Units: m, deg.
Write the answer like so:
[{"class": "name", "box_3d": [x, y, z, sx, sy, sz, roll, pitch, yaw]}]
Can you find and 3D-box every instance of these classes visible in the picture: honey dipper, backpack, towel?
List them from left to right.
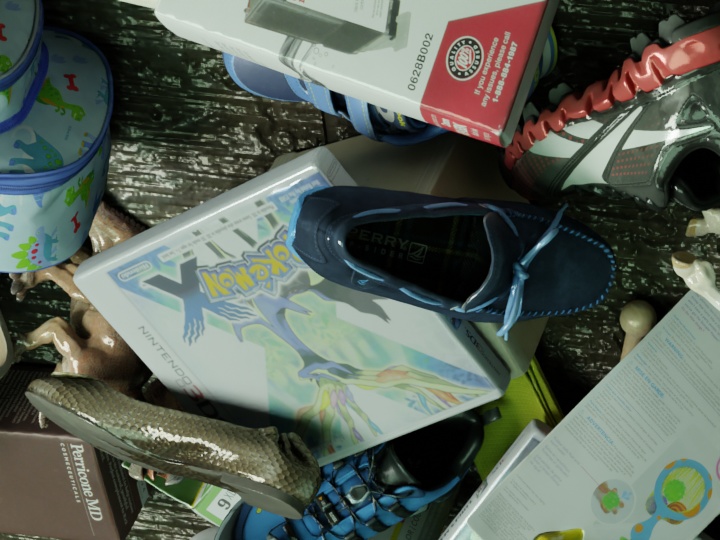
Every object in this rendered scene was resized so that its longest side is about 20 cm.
[{"class": "backpack", "box_3d": [-0.245, -0.092, 1.621, 0.199, 0.184, 0.148, 11, 130, -2]}, {"class": "towel", "box_3d": [0.111, 0.140, 1.744, 0.086, 0.018, 0.201, -8, 114, 42]}, {"class": "honey dipper", "box_3d": [0.158, 0.098, 1.715, 0.038, 0.038, 0.201, 14, 129, 11]}]

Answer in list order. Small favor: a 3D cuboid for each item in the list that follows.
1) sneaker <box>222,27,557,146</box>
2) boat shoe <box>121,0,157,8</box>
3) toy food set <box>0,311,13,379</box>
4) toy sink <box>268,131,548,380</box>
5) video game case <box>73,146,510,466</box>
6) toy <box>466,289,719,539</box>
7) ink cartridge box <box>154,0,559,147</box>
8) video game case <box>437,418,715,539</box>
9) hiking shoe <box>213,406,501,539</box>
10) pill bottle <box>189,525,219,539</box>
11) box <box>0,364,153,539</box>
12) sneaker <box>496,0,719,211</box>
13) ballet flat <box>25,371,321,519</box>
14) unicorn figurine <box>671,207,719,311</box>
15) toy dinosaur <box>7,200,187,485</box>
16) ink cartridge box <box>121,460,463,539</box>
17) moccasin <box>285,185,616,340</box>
[{"class": "sneaker", "box_3d": [0.008, -0.116, 1.562, 0.199, 0.082, 0.074, 1, 131, 23]}, {"class": "boat shoe", "box_3d": [-0.071, -0.180, 1.548, 0.199, 0.073, 0.063, 10, 135, 21]}, {"class": "toy food set", "box_3d": [-0.300, 0.025, 1.761, 0.144, 0.060, 0.201, -47, 58, 42]}, {"class": "toy sink", "box_3d": [0.000, 0.000, 1.643, 0.199, 0.112, 0.131, -15, 120, 31]}, {"class": "video game case", "box_3d": [-0.042, 0.033, 1.596, 0.199, 0.022, 0.183, -24, 116, 36]}, {"class": "toy", "box_3d": [0.163, 0.115, 1.664, 0.115, 0.200, 0.047, 47, 172, -18]}, {"class": "ink cartridge box", "box_3d": [0.007, -0.167, 1.471, 0.199, 0.083, 0.148, 19, 91, 6]}, {"class": "video game case", "box_3d": [0.134, 0.217, 1.725, 0.199, 0.023, 0.182, 34, 105, -11]}, {"class": "hiking shoe", "box_3d": [-0.008, 0.134, 1.688, 0.075, 0.200, 0.087, 53, 145, 9]}, {"class": "pill bottle", "box_3d": [-0.101, 0.275, 1.918, 0.110, 0.111, 0.201, 25, 133, 1]}, {"class": "box", "box_3d": [-0.249, 0.121, 1.877, 0.199, 0.075, 0.101, 2, 129, 19]}, {"class": "sneaker", "box_3d": [0.151, -0.068, 1.515, 0.200, 0.071, 0.098, -30, 82, 50]}, {"class": "ballet flat", "box_3d": [-0.110, 0.095, 1.641, 0.199, 0.047, 0.067, 17, 164, 26]}, {"class": "unicorn figurine", "box_3d": [0.252, -0.012, 1.554, 0.137, 0.074, 0.201, 23, 136, 9]}, {"class": "toy dinosaur", "box_3d": [-0.145, 0.035, 1.739, 0.135, 0.086, 0.201, 0, 84, 12]}, {"class": "ink cartridge box", "box_3d": [-0.041, 0.130, 1.776, 0.199, 0.104, 0.059, 32, 133, -5]}, {"class": "moccasin", "box_3d": [0.057, 0.000, 1.505, 0.199, 0.068, 0.081, 3, 99, -26]}]
